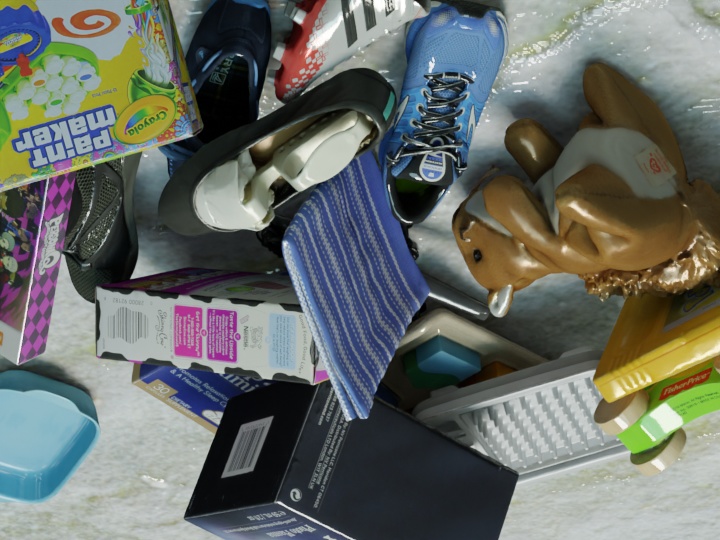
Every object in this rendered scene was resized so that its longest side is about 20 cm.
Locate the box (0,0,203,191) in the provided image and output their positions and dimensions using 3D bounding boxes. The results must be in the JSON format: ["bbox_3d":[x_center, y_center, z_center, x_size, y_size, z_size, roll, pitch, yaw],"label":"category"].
[{"bbox_3d":[-0.219,-0.151,1.002,0.198,0.122,0.195,-15,97,-1],"label":"box"}]

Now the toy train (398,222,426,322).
[{"bbox_3d":[0.027,0.008,1.343,0.045,0.034,0.201,-2,139,8],"label":"toy train"}]

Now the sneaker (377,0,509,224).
[{"bbox_3d":[0.059,-0.109,1.163,0.078,0.090,0.201,7,140,-7],"label":"sneaker"}]

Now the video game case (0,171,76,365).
[{"bbox_3d":[-0.286,-0.060,1.162,0.180,0.036,0.202,29,120,22],"label":"video game case"}]

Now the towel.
[{"bbox_3d":[0.000,0.000,1.175,0.024,0.200,0.146,-14,111,21],"label":"towel"}]

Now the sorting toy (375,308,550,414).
[{"bbox_3d":[0.060,0.107,1.417,0.184,0.037,0.199,-32,144,33],"label":"sorting toy"}]

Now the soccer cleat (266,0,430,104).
[{"bbox_3d":[0.001,-0.179,1.103,0.084,0.069,0.201,23,131,-13],"label":"soccer cleat"}]

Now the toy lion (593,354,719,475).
[{"bbox_3d":[0.291,0.049,1.262,0.069,0.192,0.199,45,135,-14],"label":"toy lion"}]

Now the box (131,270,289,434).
[{"bbox_3d":[-0.093,0.079,1.436,0.199,0.033,0.121,-31,129,32],"label":"box"}]

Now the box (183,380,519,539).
[{"bbox_3d":[-0.010,0.188,1.347,0.197,0.124,0.200,28,158,-19],"label":"box"}]

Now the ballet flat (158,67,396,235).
[{"bbox_3d":[-0.062,-0.073,1.132,0.199,0.069,0.068,-33,123,18],"label":"ballet flat"}]

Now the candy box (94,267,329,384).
[{"bbox_3d":[-0.089,0.040,1.268,0.198,0.062,0.136,4,-171,28],"label":"candy box"}]

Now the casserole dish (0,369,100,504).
[{"bbox_3d":[-0.319,0.154,1.531,0.120,0.039,0.200,21,137,-20],"label":"casserole dish"}]

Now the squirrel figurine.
[{"bbox_3d":[0.170,-0.026,1.222,0.199,0.143,0.186,28,140,-23],"label":"squirrel figurine"}]

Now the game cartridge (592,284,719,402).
[{"bbox_3d":[0.278,0.010,1.231,0.199,0.177,0.033,-28,104,31],"label":"game cartridge"}]

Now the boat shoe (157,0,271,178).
[{"bbox_3d":[-0.113,-0.112,1.184,0.083,0.069,0.201,7,139,-5],"label":"boat shoe"}]

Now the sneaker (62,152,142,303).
[{"bbox_3d":[-0.225,-0.036,1.237,0.076,0.114,0.200,37,142,19],"label":"sneaker"}]

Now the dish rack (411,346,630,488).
[{"bbox_3d":[0.147,0.128,1.400,0.198,0.044,0.172,-17,144,14],"label":"dish rack"}]

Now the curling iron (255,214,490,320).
[{"bbox_3d":[0.011,-0.003,1.295,0.198,0.026,0.050,19,164,-4],"label":"curling iron"}]
